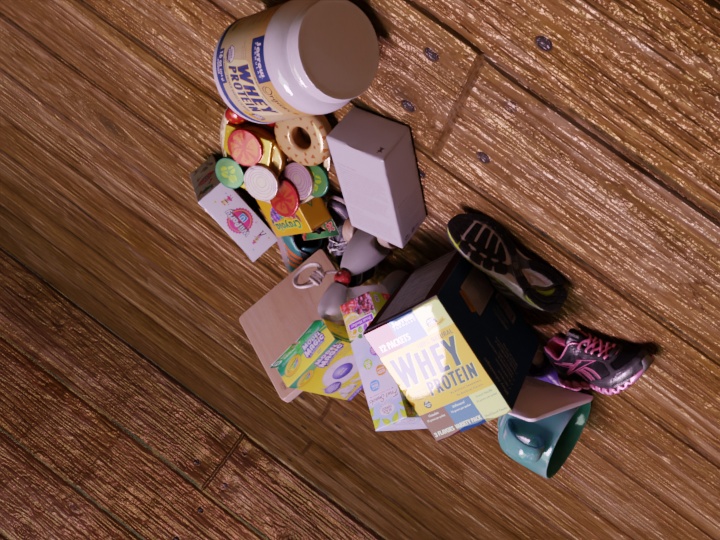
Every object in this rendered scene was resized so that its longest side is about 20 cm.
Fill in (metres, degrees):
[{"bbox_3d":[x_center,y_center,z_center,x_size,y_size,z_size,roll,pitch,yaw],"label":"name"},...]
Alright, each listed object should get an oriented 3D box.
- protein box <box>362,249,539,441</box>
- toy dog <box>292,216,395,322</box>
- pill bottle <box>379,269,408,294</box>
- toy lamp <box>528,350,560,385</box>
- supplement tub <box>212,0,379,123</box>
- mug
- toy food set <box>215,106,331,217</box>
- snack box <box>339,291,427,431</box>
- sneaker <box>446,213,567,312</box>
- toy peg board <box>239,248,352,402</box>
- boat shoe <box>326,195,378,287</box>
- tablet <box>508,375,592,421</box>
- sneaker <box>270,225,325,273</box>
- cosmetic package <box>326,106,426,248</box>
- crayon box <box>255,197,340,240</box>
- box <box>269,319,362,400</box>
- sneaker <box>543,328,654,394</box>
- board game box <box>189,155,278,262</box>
[{"bbox_3d":[0.140,0.100,1.384,0.135,0.200,0.199,-29,101,31],"label":"protein box"},{"bbox_3d":[0.000,0.000,1.522,0.132,0.200,0.096,38,172,44],"label":"toy dog"},{"bbox_3d":[0.122,0.086,1.587,0.200,0.111,0.111,28,155,24],"label":"pill bottle"},{"bbox_3d":[0.259,0.115,1.514,0.200,0.058,0.058,47,155,-15],"label":"toy lamp"},{"bbox_3d":[-0.084,-0.267,1.199,0.200,0.145,0.144,3,138,53],"label":"supplement tub"},{"bbox_3d":[0.296,0.251,1.574,0.114,0.152,0.185,28,171,27],"label":"mug"},{"bbox_3d":[-0.133,-0.182,1.450,0.200,0.049,0.198,21,125,14],"label":"toy food set"},{"bbox_3d":[0.066,0.140,1.441,0.068,0.201,0.168,-28,159,31],"label":"snack box"},{"bbox_3d":[0.201,-0.004,1.366,0.200,0.074,0.081,41,160,-2],"label":"sneaker"},{"bbox_3d":[-0.078,0.107,1.652,0.098,0.199,0.200,39,-167,-52],"label":"toy peg board"},{"bbox_3d":[-0.021,-0.044,1.615,0.073,0.063,0.200,24,152,33],"label":"boat shoe"},{"bbox_3d":[0.243,0.188,1.452,0.200,0.130,0.014,12,111,57],"label":"tablet"},{"bbox_3d":[-0.099,-0.036,1.730,0.080,0.071,0.200,24,152,39],"label":"sneaker"},{"bbox_3d":[0.027,-0.133,1.376,0.101,0.071,0.200,26,154,27],"label":"cosmetic package"},{"bbox_3d":[-0.125,-0.129,1.567,0.127,0.051,0.200,-6,118,57],"label":"crayon box"},{"bbox_3d":[-0.045,0.144,1.505,0.200,0.117,0.048,23,-154,-51],"label":"box"},{"bbox_3d":[0.347,0.128,1.406,0.096,0.079,0.200,55,152,-10],"label":"sneaker"},{"bbox_3d":[-0.231,-0.114,1.687,0.148,0.064,0.200,49,-178,-24],"label":"board game box"}]
